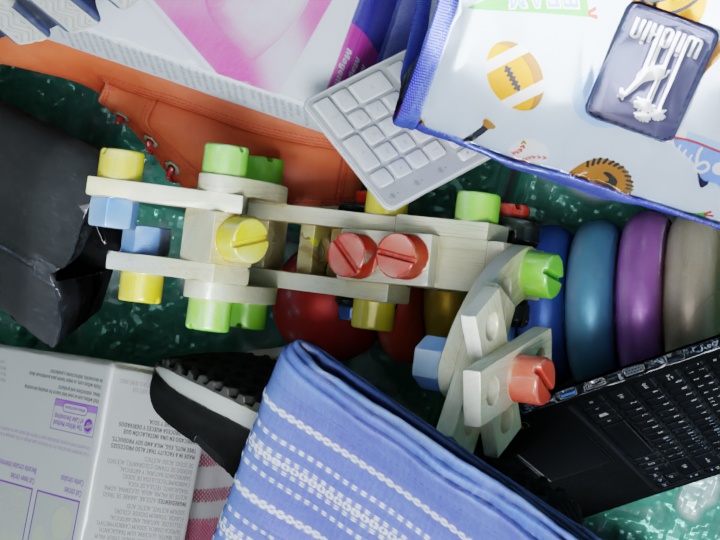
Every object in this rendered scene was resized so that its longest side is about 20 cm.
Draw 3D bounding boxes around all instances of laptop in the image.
[{"bbox_3d":[0.164,0.097,0.785,0.199,0.177,0.104,-20,66,14],"label":"laptop"}]

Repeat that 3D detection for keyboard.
[{"bbox_3d":[0.071,-0.085,0.769,0.056,0.200,0.011,54,152,13],"label":"keyboard"}]

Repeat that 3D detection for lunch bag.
[{"bbox_3d":[0.115,-0.124,0.725,0.169,0.124,0.201,17,84,-5],"label":"lunch bag"}]

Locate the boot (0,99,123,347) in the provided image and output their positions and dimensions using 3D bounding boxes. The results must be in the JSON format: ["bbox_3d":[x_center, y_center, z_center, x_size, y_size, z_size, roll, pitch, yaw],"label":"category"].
[{"bbox_3d":[-0.184,-0.078,0.811,0.200,0.066,0.165,35,142,19],"label":"boot"}]

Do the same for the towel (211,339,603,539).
[{"bbox_3d":[0.002,0.135,0.697,0.145,0.024,0.201,34,127,17],"label":"towel"}]

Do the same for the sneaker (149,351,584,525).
[{"bbox_3d":[-0.013,0.097,0.744,0.200,0.070,0.090,22,104,33],"label":"sneaker"}]

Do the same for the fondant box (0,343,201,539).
[{"bbox_3d":[-0.146,0.135,0.847,0.144,0.058,0.201,6,83,48],"label":"fondant box"}]

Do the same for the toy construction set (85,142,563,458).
[{"bbox_3d":[0.000,0.000,0.758,0.199,0.131,0.092,23,97,28],"label":"toy construction set"}]

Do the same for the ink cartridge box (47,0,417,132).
[{"bbox_3d":[-0.025,-0.164,0.781,0.199,0.043,0.197,18,81,4],"label":"ink cartridge box"}]

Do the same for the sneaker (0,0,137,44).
[{"bbox_3d":[-0.177,-0.136,0.740,0.199,0.081,0.116,-14,65,13],"label":"sneaker"}]

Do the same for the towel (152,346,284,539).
[{"bbox_3d":[-0.081,0.135,0.840,0.146,0.030,0.201,-13,69,47],"label":"towel"}]

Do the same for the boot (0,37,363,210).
[{"bbox_3d":[-0.085,-0.075,0.843,0.199,0.075,0.108,11,116,7],"label":"boot"}]

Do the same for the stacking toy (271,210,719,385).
[{"bbox_3d":[0.058,0.015,0.848,0.199,0.085,0.086,0,106,16],"label":"stacking toy"}]
